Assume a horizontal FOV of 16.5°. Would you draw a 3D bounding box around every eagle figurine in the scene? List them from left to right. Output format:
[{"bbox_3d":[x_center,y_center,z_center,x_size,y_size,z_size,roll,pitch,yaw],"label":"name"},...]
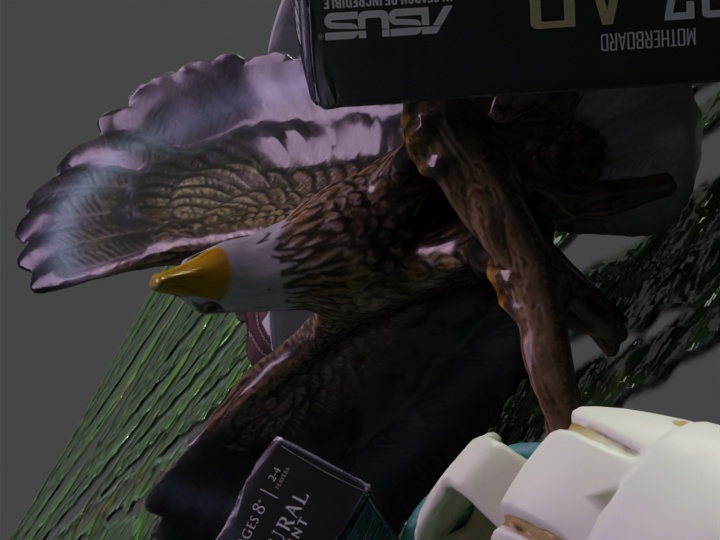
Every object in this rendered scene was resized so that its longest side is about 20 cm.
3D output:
[{"bbox_3d":[-0.007,-0.001,0.749,0.200,0.151,0.152,-28,42,58],"label":"eagle figurine"}]

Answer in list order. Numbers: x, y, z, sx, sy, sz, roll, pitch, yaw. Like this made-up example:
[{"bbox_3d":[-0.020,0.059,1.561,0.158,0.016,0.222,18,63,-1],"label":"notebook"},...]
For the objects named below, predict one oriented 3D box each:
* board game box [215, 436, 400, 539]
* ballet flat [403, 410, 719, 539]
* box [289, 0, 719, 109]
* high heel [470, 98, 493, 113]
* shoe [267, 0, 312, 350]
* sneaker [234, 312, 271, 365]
[{"bbox_3d":[-0.028,0.125,0.626,0.135,0.028,0.200,-61,-14,-11],"label":"board game box"},{"bbox_3d":[0.050,0.059,0.471,0.067,0.070,0.200,-60,10,-15],"label":"ballet flat"},{"bbox_3d":[0.061,-0.084,0.647,0.200,0.160,0.044,-107,13,-77],"label":"box"},{"bbox_3d":[0.063,-0.065,0.893,0.200,0.067,0.096,-102,24,-64],"label":"high heel"},{"bbox_3d":[0.000,-0.056,0.989,0.091,0.071,0.200,-78,-6,-69],"label":"shoe"},{"bbox_3d":[-0.017,-0.037,1.158,0.116,0.076,0.200,-52,12,52],"label":"sneaker"}]
